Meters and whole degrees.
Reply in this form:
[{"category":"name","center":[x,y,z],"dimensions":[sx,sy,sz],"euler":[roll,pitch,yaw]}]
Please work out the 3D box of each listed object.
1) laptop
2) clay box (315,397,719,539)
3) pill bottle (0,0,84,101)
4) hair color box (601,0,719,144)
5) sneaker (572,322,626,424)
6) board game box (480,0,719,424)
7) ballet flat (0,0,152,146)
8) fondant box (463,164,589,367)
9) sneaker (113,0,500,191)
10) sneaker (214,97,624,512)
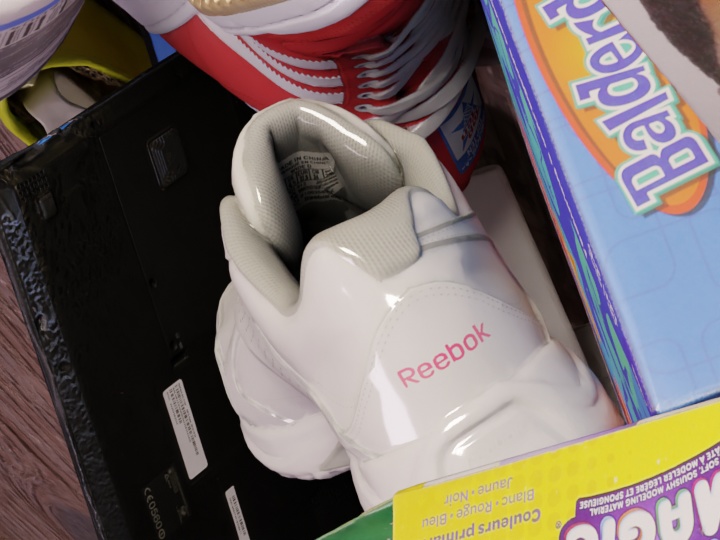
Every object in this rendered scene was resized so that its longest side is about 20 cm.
[{"category":"laptop","center":[-0.061,0.019,0.884],"dimensions":[0.103,0.200,0.178],"euler":[-5,112,35]},{"category":"clay box","center":[0.095,0.061,0.562],"dimensions":[0.115,0.048,0.200],"euler":[20,150,-39]},{"category":"pill bottle","center":[-0.125,-0.102,0.808],"dimensions":[0.114,0.114,0.200],"euler":[34,167,-7]},{"category":"hair color box","center":[0.123,-0.037,0.517],"dimensions":[0.101,0.061,0.200],"euler":[-10,142,34]},{"category":"sneaker","center":[0.122,0.036,0.884],"dimensions":[0.200,0.075,0.100],"euler":[19,141,49]},{"category":"board game box","center":[0.068,-0.009,0.663],"dimensions":[0.200,0.045,0.153],"euler":[63,-173,-66]},{"category":"ballet flat","center":[-0.053,-0.020,1.024],"dimensions":[0.200,0.067,0.067],"euler":[40,-163,-18]},{"category":"fondant box","center":[0.033,0.068,0.943],"dimensions":[0.200,0.058,0.145],"euler":[108,140,-73]},{"category":"sneaker","center":[0.007,-0.060,0.747],"dimensions":[0.112,0.071,0.200],"euler":[40,173,-15]},{"category":"sneaker","center":[0.000,0.000,0.723],"dimensions":[0.100,0.078,0.200],"euler":[63,168,-13]}]
